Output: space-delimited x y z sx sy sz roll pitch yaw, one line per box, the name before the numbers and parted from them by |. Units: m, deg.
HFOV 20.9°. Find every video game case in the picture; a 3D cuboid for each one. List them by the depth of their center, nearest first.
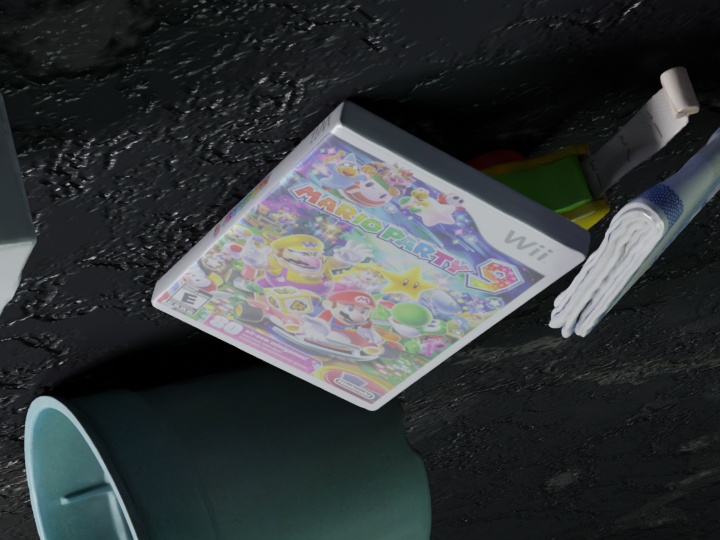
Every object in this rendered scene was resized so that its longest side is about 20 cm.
video game case | 0.000 0.000 0.975 0.142 0.018 0.200 27 142 -19

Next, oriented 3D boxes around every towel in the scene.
towel | 0.170 -0.059 0.917 0.200 0.024 0.147 -45 172 -23

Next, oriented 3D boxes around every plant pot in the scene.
plant pot | -0.074 0.144 1.179 0.195 0.201 0.200 -17 163 -25

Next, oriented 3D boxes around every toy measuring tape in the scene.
toy measuring tape | 0.088 -0.041 0.968 0.073 0.074 0.200 -6 159 -30

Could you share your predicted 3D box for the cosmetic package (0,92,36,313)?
cosmetic package | -0.237 -0.010 0.756 0.198 0.072 0.101 -8 160 -25
